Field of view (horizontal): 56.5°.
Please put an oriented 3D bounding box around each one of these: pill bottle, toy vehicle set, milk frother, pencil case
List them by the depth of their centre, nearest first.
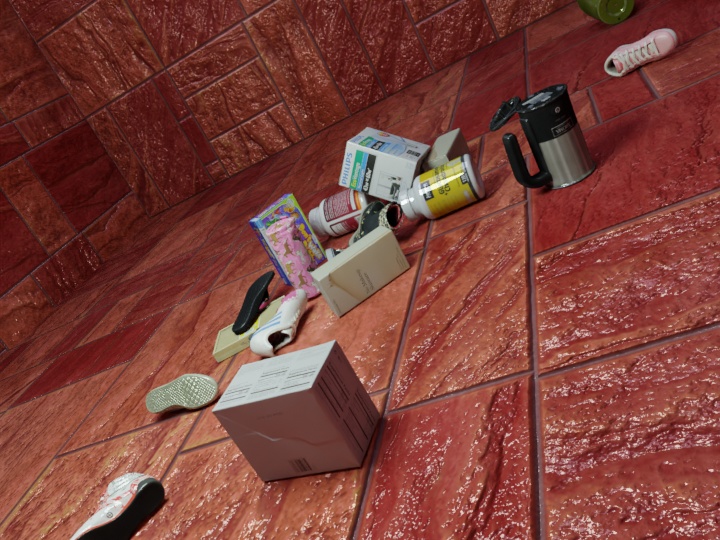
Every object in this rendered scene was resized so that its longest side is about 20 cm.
[{"bbox_3d":[0.395,-0.293,1.488,0.177,0.191,0.201,-24,21,12],"label":"milk frother"},{"bbox_3d":[-0.155,-0.031,1.630,0.082,0.203,0.087,-28,19,-1],"label":"pencil case"},{"bbox_3d":[-0.264,0.141,1.637,0.197,0.027,0.125,-28,21,7],"label":"toy vehicle set"},{"bbox_3d":[0.198,-0.195,1.643,0.197,0.113,0.113,-23,22,20],"label":"pill bottle"},{"bbox_3d":[-0.046,-0.166,1.909,0.197,0.114,0.114,-19,23,27],"label":"pill bottle"}]

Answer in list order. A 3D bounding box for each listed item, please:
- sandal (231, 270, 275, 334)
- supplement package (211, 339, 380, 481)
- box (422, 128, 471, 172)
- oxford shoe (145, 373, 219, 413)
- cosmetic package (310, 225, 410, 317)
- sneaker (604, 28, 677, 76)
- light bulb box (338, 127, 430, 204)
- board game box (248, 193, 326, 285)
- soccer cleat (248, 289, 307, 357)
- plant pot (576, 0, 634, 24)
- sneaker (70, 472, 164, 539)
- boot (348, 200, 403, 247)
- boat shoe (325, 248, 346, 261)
[{"bbox_3d":[-0.261,0.085,1.676,0.074,0.045,0.203,-20,37,41],"label":"sandal"},{"bbox_3d":[-0.097,0.222,1.043,0.197,0.158,0.111,-17,24,30],"label":"supplement package"},{"bbox_3d":[0.244,-0.307,1.864,0.076,0.096,0.201,-18,23,29],"label":"box"},{"bbox_3d":[-0.383,0.269,1.465,0.196,0.077,0.057,-18,-13,26],"label":"oxford shoe"},{"bbox_3d":[0.000,0.000,1.489,0.198,0.105,0.073,-36,22,-10],"label":"cosmetic package"},{"bbox_3d":[0.751,-0.581,1.816,0.104,0.076,0.199,-40,18,-24],"label":"sneaker"},{"bbox_3d":[0.068,-0.287,1.825,0.196,0.127,0.199,18,27,9],"label":"light bulb box"},{"bbox_3d":[-0.192,-0.083,1.797,0.134,0.202,0.044,-40,23,-25],"label":"board game box"},{"bbox_3d":[-0.165,0.123,1.507,0.085,0.071,0.200,10,45,37],"label":"soccer cleat"},{"bbox_3d":[0.886,-0.974,2.387,0.197,0.202,0.195,-22,34,20],"label":"plant pot"},{"bbox_3d":[-0.440,0.434,1.164,0.201,0.068,0.107,-41,22,-33],"label":"sneaker"},{"bbox_3d":[0.057,-0.132,1.700,0.153,0.073,0.205,-35,20,43],"label":"boot"},{"bbox_3d":[-0.041,-0.017,1.624,0.067,0.075,0.199,-22,14,-3],"label":"boat shoe"}]
